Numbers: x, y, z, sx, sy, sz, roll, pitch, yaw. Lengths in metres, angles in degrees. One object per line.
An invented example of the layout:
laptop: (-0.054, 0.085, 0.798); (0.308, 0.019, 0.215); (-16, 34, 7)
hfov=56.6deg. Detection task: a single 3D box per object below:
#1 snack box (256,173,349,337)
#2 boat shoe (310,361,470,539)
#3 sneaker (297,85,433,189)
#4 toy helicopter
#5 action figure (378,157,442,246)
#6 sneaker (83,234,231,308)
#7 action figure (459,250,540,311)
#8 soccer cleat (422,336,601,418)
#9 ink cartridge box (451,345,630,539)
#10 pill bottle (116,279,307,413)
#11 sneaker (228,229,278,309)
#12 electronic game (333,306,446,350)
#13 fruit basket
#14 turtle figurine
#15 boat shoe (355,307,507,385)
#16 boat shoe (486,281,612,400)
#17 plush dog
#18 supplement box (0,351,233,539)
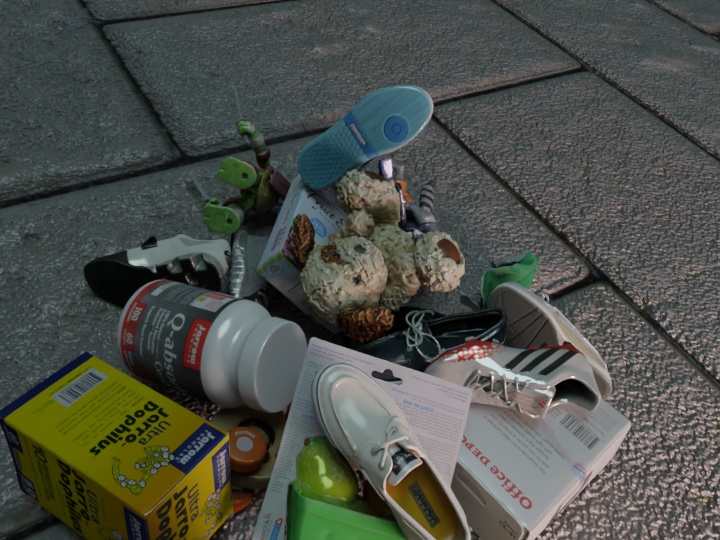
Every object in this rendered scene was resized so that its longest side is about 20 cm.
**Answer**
snack box: (-0.051, -0.032, 0.904); (0.142, 0.052, 0.202); (44, 35, -24)
boat shoe: (0.029, 0.166, 0.590); (0.070, 0.070, 0.202); (-32, 87, -20)
sneaker: (0.014, -0.186, 0.903); (0.197, 0.081, 0.131); (-25, 7, 19)
toy helicopter: (-0.073, 0.187, 0.740); (0.195, 0.080, 0.134); (8, 34, -19)
action figure: (0.074, -0.083, 0.930); (0.102, 0.204, 0.195); (-10, 38, -3)
sneaker: (-0.257, -0.004, 0.868); (0.194, 0.076, 0.089); (-2, 32, 11)
action figure: (0.202, 0.022, 0.936); (0.054, 0.121, 0.199); (23, 35, 30)
soccer cleat: (0.164, 0.121, 0.720); (0.194, 0.070, 0.086); (0, 35, -12)
ink cartridge box: (0.183, 0.198, 0.752); (0.198, 0.087, 0.147); (-29, 54, -31)
pill bottle: (-0.163, 0.083, 0.739); (0.196, 0.118, 0.116); (10, 40, 30)
sneaker: (-0.117, 0.019, 0.882); (0.112, 0.076, 0.203); (3, 44, -11)
electronic game: (0.056, 0.114, 0.833); (0.194, 0.042, 0.202); (-1, 37, 1)
fruit basket: (0.005, 0.191, 0.663); (0.181, 0.094, 0.205); (18, 75, -11)
turtle figurine: (-0.190, -0.135, 0.956); (0.142, 0.202, 0.194); (-33, 12, 11)
boat shoe: (0.080, 0.086, 0.782); (0.194, 0.063, 0.076); (-7, 37, -6)
boat shoe: (0.243, 0.086, 0.858); (0.201, 0.075, 0.065); (39, 33, -6)
plush dog: (0.000, 0.000, 0.806); (0.170, 0.162, 0.200); (-23, 60, -40)
supplement box: (-0.230, 0.185, 0.640); (0.196, 0.111, 0.109); (21, 37, 24)
